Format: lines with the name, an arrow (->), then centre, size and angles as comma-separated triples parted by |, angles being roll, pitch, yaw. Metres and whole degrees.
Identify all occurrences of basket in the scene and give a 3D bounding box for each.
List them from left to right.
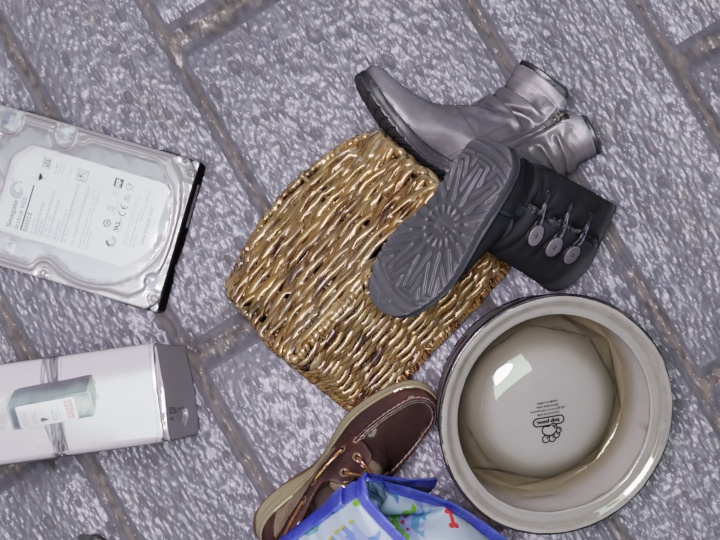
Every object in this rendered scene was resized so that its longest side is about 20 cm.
basket -> 0.000, 0.000, 1.229 | 0.200, 0.149, 0.143 | -47, 53, 1

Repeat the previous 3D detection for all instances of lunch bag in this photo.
lunch bag -> 0.018, 0.256, 1.135 | 0.200, 0.128, 0.170 | 35, 120, -25

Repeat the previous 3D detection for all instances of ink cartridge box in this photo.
ink cartridge box -> -0.248, 0.114, 1.197 | 0.198, 0.146, 0.086 | -7, 86, 3

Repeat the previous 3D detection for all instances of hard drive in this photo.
hard drive -> -0.251, -0.056, 1.260 | 0.199, 0.038, 0.141 | 17, 88, 5

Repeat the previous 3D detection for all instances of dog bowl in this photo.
dog bowl -> 0.153, 0.111, 1.186 | 0.198, 0.074, 0.202 | -2, 100, -11

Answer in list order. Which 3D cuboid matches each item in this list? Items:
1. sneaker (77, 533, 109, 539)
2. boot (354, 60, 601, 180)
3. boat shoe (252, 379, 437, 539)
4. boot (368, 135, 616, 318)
sneaker -> -0.220, 0.336, 1.232 | 0.103, 0.060, 0.201 | 14, 83, 3
boot -> 0.101, -0.135, 1.232 | 0.200, 0.070, 0.132 | 43, 88, -7
boat shoe -> -0.005, 0.179, 1.204 | 0.200, 0.072, 0.072 | -41, 119, 4
boot -> 0.112, -0.016, 1.164 | 0.165, 0.200, 0.066 | -50, 61, 14
